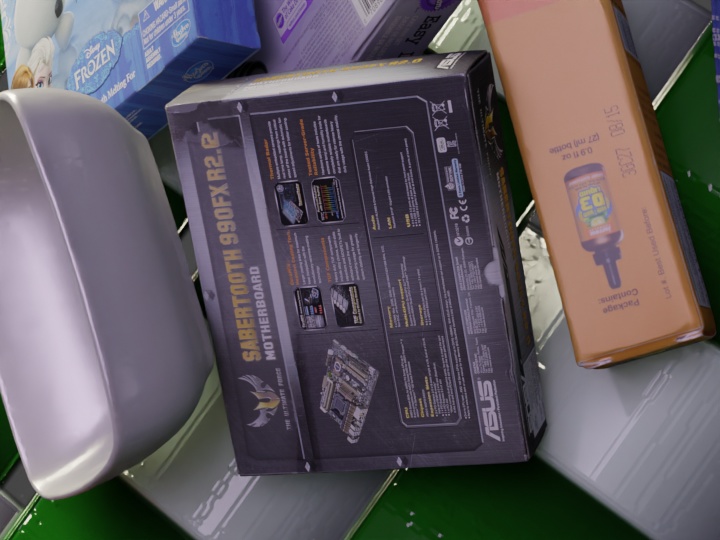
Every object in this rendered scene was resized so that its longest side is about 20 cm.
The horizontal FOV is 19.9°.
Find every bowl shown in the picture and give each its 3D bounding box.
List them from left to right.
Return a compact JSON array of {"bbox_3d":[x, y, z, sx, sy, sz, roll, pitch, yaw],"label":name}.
[{"bbox_3d":[-0.143,0.010,1.064,0.074,0.200,0.201,-15,83,-23],"label":"bowl"}]

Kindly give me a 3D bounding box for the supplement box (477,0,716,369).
[{"bbox_3d":[0.119,-0.054,1.028,0.066,0.069,0.201,-16,81,15],"label":"supplement box"}]

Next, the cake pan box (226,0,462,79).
[{"bbox_3d":[-0.030,-0.172,1.088,0.200,0.052,0.185,-52,57,45],"label":"cake pan box"}]

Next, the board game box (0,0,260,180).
[{"bbox_3d":[-0.137,-0.171,1.135,0.200,0.043,0.200,-32,59,47],"label":"board game box"}]

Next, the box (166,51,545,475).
[{"bbox_3d":[0.000,0.000,1.025,0.157,0.048,0.201,-5,106,20],"label":"box"}]

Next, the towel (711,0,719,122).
[{"bbox_3d":[0.234,-0.147,0.988,0.144,0.024,0.201,7,112,36],"label":"towel"}]
